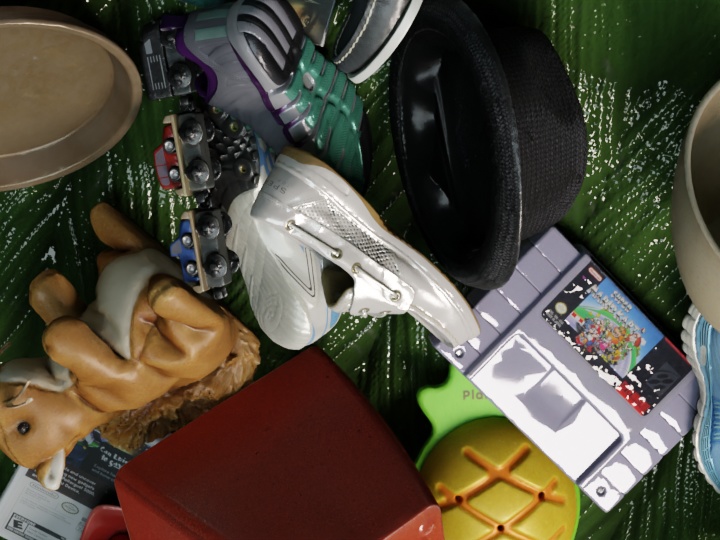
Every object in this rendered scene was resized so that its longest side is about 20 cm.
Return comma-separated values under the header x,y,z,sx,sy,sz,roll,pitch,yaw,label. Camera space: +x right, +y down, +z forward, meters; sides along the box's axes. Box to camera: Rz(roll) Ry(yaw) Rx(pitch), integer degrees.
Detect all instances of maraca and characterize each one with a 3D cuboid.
x,y,z,sx,sy,sz,roll,pitch,yaw,label
0.102,0.161,1.435,0.136,0.107,0.202,-4,103,-5,maraca

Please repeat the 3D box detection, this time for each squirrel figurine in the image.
x,y,z,sx,sy,sz,roll,pitch,yaw,label
-0.181,0.082,1.385,0.187,0.141,0.200,-48,139,1,squirrel figurine

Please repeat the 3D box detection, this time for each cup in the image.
x,y,z,sx,sy,sz,roll,pitch,yaw,label
0.287,-0.023,1.234,0.199,0.202,0.143,18,152,-3,cup

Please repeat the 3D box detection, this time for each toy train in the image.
x,y,z,sx,sy,sz,roll,pitch,yaw,label
-0.124,-0.078,1.302,0.045,0.034,0.202,-8,96,19,toy train

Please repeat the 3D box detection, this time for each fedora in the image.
x,y,z,sx,sy,sz,roll,pitch,yaw,label
0.093,-0.092,1.249,0.091,0.201,0.202,-14,129,-23,fedora

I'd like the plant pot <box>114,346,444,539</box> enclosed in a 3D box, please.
x,y,z,sx,sy,sz,roll,pitch,yaw,label
-0.039,0.214,1.390,0.176,0.199,0.201,31,142,42,plant pot

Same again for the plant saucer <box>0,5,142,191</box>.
x,y,z,sx,sy,sz,roll,pitch,yaw,label
-0.252,-0.120,1.291,0.198,0.030,0.201,-11,151,-6,plant saucer

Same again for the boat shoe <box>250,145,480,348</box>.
x,y,z,sx,sy,sz,roll,pitch,yaw,label
0.000,0.000,1.272,0.200,0.071,0.070,42,80,-25,boat shoe

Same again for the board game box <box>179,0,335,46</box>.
x,y,z,sx,sy,sz,roll,pitch,yaw,label
-0.060,-0.255,1.215,0.134,0.028,0.201,17,126,-2,board game box

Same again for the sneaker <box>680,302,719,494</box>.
x,y,z,sx,sy,sz,roll,pitch,yaw,label
0.292,0.107,1.351,0.078,0.090,0.201,-32,123,-18,sneaker

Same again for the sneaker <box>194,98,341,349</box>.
x,y,z,sx,sy,sz,roll,pitch,yaw,label
-0.068,-0.042,1.352,0.071,0.072,0.201,-7,111,35,sneaker

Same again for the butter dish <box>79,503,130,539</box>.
x,y,z,sx,sy,sz,roll,pitch,yaw,label
-0.163,0.323,1.537,0.198,0.148,0.200,19,127,-3,butter dish

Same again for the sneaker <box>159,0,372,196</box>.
x,y,z,sx,sy,sz,roll,pitch,yaw,label
-0.060,-0.118,1.280,0.087,0.075,0.200,2,144,29,sneaker

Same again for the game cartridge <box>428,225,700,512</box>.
x,y,z,sx,sy,sz,roll,pitch,yaw,label
0.162,0.071,1.370,0.130,0.038,0.200,-44,110,7,game cartridge

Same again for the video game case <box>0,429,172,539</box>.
x,y,z,sx,sy,sz,roll,pitch,yaw,label
-0.195,0.201,1.564,0.199,0.023,0.182,28,125,-9,video game case

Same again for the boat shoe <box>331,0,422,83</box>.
x,y,z,sx,sy,sz,roll,pitch,yaw,label
0.024,-0.215,1.199,0.060,0.076,0.201,22,115,-19,boat shoe
